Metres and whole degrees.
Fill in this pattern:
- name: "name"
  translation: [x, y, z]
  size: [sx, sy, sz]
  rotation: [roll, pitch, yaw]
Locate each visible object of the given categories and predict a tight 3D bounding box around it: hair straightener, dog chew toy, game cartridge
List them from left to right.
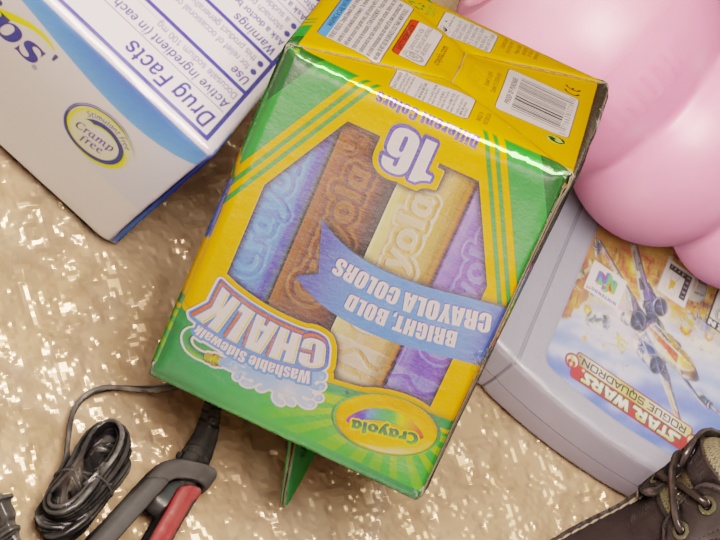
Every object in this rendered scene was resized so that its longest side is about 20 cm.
- name: "hair straightener"
  translation: [-0.111, 0.103, 1.132]
  size: [0.077, 0.041, 0.200]
  rotation: [39, 51, -9]
- name: "game cartridge"
  translation: [0.129, 0.034, 1.314]
  size: [0.200, 0.042, 0.133]
  rotation: [34, 51, -13]
- name: "dog chew toy"
  translation: [0.134, -0.068, 1.274]
  size: [0.200, 0.124, 0.125]
  rotation: [45, 53, -15]

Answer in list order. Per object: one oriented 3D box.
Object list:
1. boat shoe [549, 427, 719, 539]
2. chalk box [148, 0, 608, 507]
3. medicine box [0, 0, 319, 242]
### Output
- name: "boat shoe"
  translation: [0.156, 0.099, 1.229]
  size: [0.200, 0.065, 0.073]
  rotation: [-23, 41, -5]
- name: "chalk box"
  translation: [0.000, 0.000, 1.160]
  size: [0.124, 0.200, 0.124]
  rotation: [26, 24, 1]
- name: "medicine box"
  translation: [-0.099, -0.150, 1.222]
  size: [0.182, 0.103, 0.200]
  rotation: [43, 54, -6]
